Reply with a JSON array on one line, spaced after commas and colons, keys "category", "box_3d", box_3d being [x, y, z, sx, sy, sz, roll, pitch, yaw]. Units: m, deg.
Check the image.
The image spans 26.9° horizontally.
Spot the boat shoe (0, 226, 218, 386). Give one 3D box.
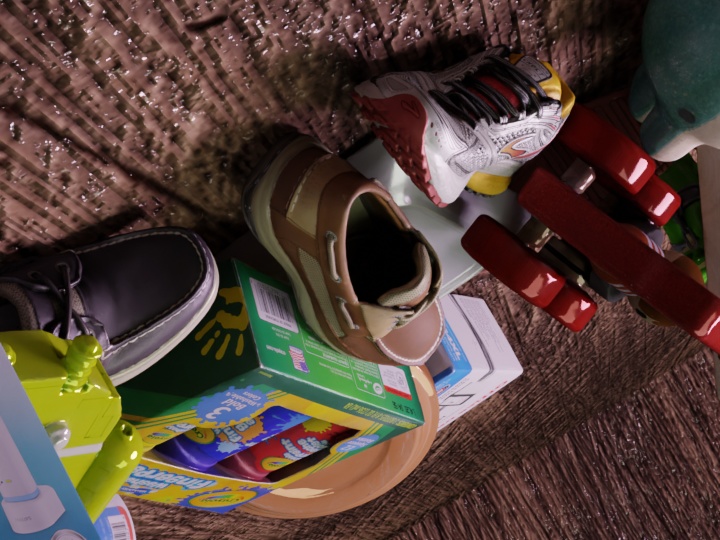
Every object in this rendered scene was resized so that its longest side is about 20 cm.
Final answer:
[{"category": "boat shoe", "box_3d": [-0.162, 0.030, 0.746, 0.199, 0.072, 0.065, -21, 168, -13]}]

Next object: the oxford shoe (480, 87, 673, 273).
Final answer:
[{"category": "oxford shoe", "box_3d": [0.145, -0.070, 1.051, 0.200, 0.071, 0.074, -29, -179, 16]}]

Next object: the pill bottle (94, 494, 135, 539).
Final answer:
[{"category": "pill bottle", "box_3d": [-0.249, 0.197, 1.032, 0.112, 0.112, 0.200, -35, 163, 16]}]

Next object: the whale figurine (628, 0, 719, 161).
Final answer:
[{"category": "whale figurine", "box_3d": [0.207, -0.140, 0.901, 0.159, 0.104, 0.200, -52, -170, -6]}]

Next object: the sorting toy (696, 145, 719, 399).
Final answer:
[{"category": "sorting toy", "box_3d": [0.297, -0.042, 1.053, 0.069, 0.199, 0.200, 1, -155, 26]}]

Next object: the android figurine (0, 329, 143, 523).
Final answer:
[{"category": "android figurine", "box_3d": [-0.188, 0.099, 0.718, 0.182, 0.041, 0.200, 0, 137, -46]}]

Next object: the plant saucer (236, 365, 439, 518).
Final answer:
[{"category": "plant saucer", "box_3d": [-0.035, 0.126, 1.166, 0.200, 0.032, 0.201, -8, 133, -9]}]

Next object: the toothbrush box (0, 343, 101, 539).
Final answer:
[{"category": "toothbrush box", "box_3d": [-0.198, 0.069, 0.551, 0.085, 0.200, 0.146, -38, 164, 29]}]

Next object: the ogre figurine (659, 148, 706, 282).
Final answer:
[{"category": "ogre figurine", "box_3d": [0.249, -0.055, 1.173, 0.098, 0.120, 0.200, -34, 164, 27]}]

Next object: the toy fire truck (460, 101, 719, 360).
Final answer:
[{"category": "toy fire truck", "box_3d": [0.169, 0.001, 0.916, 0.112, 0.168, 0.200, -51, 154, 6]}]

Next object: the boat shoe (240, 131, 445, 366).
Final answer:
[{"category": "boat shoe", "box_3d": [0.006, 0.003, 0.835, 0.076, 0.074, 0.200, -58, 144, -12]}]

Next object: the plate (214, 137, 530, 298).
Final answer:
[{"category": "plate", "box_3d": [0.000, 0.000, 0.962, 0.200, 0.032, 0.199, -35, 154, 18]}]

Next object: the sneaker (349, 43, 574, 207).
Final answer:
[{"category": "sneaker", "box_3d": [0.059, -0.089, 0.807, 0.082, 0.078, 0.200, -41, 172, 20]}]

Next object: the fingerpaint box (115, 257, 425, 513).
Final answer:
[{"category": "fingerpaint box", "box_3d": [-0.082, 0.080, 0.926, 0.167, 0.074, 0.200, -26, 155, 21]}]

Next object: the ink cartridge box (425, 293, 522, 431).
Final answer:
[{"category": "ink cartridge box", "box_3d": [0.038, 0.090, 1.295, 0.146, 0.084, 0.200, -36, 163, 17]}]
